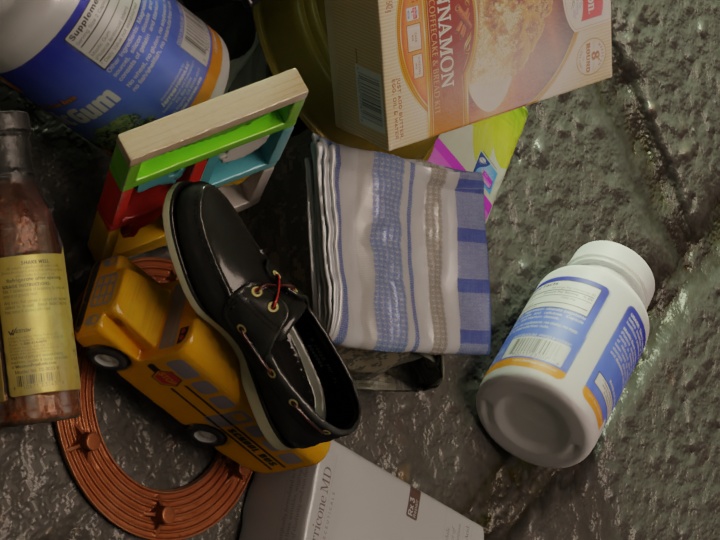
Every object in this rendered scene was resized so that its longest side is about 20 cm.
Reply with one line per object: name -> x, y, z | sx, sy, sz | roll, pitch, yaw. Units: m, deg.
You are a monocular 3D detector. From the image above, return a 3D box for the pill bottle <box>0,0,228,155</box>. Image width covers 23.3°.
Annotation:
pill bottle -> -0.191, -0.161, 1.146 | 0.200, 0.112, 0.113 | 35, 57, -38

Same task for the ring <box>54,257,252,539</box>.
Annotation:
ring -> -0.136, 0.089, 1.237 | 0.200, 0.019, 0.202 | 12, 74, -47

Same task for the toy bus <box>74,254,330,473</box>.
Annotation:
toy bus -> -0.104, 0.065, 1.196 | 0.200, 0.078, 0.066 | 44, 46, -39

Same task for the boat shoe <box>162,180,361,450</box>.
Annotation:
boat shoe -> -0.063, 0.026, 1.147 | 0.202, 0.063, 0.074 | 63, 37, -17

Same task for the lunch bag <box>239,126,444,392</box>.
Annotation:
lunch bag -> 0.000, 0.000, 1.336 | 0.199, 0.117, 0.165 | 16, 64, -51

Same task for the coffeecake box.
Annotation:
coffeecake box -> 0.076, -0.188, 1.208 | 0.199, 0.073, 0.155 | -20, 119, -28

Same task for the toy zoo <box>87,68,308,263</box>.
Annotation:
toy zoo -> -0.115, -0.060, 1.175 | 0.130, 0.200, 0.021 | -23, 75, -24

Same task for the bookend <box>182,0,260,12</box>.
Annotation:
bookend -> -0.091, -0.265, 1.256 | 0.199, 0.199, 0.093 | -43, 114, -31

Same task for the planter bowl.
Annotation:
planter bowl -> 0.018, -0.176, 1.298 | 0.200, 0.083, 0.202 | 30, 46, -36

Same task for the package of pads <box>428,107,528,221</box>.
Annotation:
package of pads -> 0.050, -0.139, 1.459 | 0.200, 0.068, 0.155 | 47, 51, -32

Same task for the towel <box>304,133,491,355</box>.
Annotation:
towel -> 0.033, -0.014, 1.262 | 0.199, 0.024, 0.148 | 8, 77, -50

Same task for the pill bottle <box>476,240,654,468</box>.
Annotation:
pill bottle -> 0.189, 0.067, 1.540 | 0.112, 0.111, 0.200 | 57, 45, -23

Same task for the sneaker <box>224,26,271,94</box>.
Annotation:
sneaker -> -0.047, -0.176, 1.349 | 0.074, 0.079, 0.201 | 46, 50, -30

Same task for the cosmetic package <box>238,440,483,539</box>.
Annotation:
cosmetic package -> 0.003, 0.209, 1.329 | 0.200, 0.074, 0.102 | 34, 57, -41

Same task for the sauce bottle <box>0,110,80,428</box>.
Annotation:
sauce bottle -> -0.220, -0.001, 1.124 | 0.066, 0.066, 0.202 | -2, 85, -49
